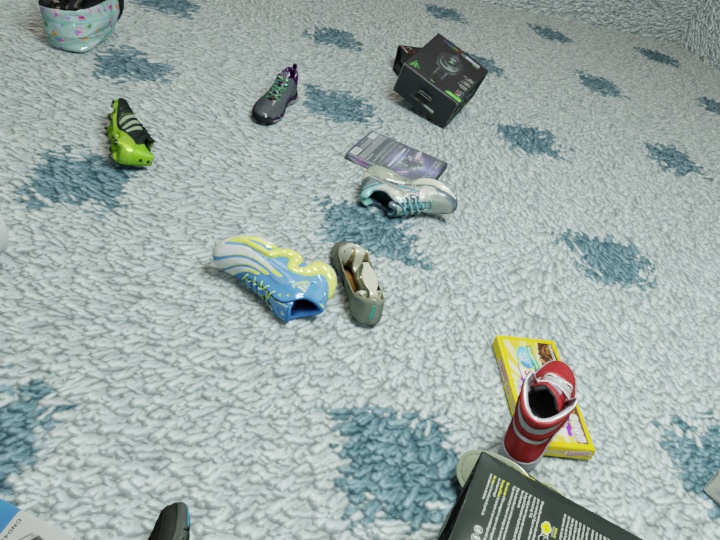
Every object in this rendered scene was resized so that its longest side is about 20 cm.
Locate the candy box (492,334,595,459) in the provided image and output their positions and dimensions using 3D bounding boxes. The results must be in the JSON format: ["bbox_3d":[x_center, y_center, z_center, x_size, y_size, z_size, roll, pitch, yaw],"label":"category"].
[{"bbox_3d":[0.262,0.178,0.877,0.100,0.027,0.202,5,39,-7],"label":"candy box"}]

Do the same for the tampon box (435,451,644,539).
[{"bbox_3d":[0.168,0.310,0.584,0.197,0.152,0.126,27,40,13],"label":"tampon box"}]

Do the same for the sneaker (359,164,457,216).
[{"bbox_3d":[0.089,-0.133,1.171,0.196,0.078,0.087,14,49,9],"label":"sneaker"}]

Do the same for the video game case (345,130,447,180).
[{"bbox_3d":[0.082,-0.243,1.331,0.197,0.019,0.143,27,40,11],"label":"video game case"}]

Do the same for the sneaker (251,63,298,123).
[{"bbox_3d":[-0.194,-0.411,1.379,0.073,0.089,0.201,17,38,3],"label":"sneaker"}]

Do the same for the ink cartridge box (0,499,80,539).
[{"bbox_3d":[-0.252,0.282,0.455,0.196,0.085,0.146,10,49,24],"label":"ink cartridge box"}]

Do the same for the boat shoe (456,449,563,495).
[{"bbox_3d":[0.203,0.283,0.705,0.199,0.061,0.072,29,84,29],"label":"boat shoe"}]

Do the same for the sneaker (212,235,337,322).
[{"bbox_3d":[-0.132,0.014,0.898,0.196,0.077,0.106,13,39,-5],"label":"sneaker"}]

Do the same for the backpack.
[{"bbox_3d":[-0.664,-0.607,1.424,0.163,0.128,0.202,4,39,4],"label":"backpack"}]

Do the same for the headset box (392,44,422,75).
[{"bbox_3d":[0.211,-0.576,1.732,0.196,0.076,0.150,-1,42,-20],"label":"headset box"}]

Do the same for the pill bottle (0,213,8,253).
[{"bbox_3d":[-0.573,-0.030,0.772,0.103,0.106,0.200,29,40,17],"label":"pill bottle"}]

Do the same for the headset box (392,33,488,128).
[{"bbox_3d":[0.204,-0.488,1.552,0.173,0.093,0.200,39,56,5],"label":"headset box"}]

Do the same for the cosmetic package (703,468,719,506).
[{"bbox_3d":[0.577,0.264,0.823,0.197,0.105,0.087,-16,47,-33],"label":"cosmetic package"}]

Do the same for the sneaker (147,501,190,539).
[{"bbox_3d":[-0.207,0.296,0.533,0.080,0.074,0.202,12,38,-2],"label":"sneaker"}]

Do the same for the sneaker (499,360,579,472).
[{"bbox_3d":[0.249,0.159,0.784,0.070,0.114,0.200,26,42,20],"label":"sneaker"}]

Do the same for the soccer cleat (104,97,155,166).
[{"bbox_3d":[-0.437,-0.259,1.140,0.080,0.068,0.202,11,36,-35],"label":"soccer cleat"}]

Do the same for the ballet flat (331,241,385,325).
[{"bbox_3d":[0.000,0.000,0.970,0.066,0.065,0.202,1,41,-18],"label":"ballet flat"}]
